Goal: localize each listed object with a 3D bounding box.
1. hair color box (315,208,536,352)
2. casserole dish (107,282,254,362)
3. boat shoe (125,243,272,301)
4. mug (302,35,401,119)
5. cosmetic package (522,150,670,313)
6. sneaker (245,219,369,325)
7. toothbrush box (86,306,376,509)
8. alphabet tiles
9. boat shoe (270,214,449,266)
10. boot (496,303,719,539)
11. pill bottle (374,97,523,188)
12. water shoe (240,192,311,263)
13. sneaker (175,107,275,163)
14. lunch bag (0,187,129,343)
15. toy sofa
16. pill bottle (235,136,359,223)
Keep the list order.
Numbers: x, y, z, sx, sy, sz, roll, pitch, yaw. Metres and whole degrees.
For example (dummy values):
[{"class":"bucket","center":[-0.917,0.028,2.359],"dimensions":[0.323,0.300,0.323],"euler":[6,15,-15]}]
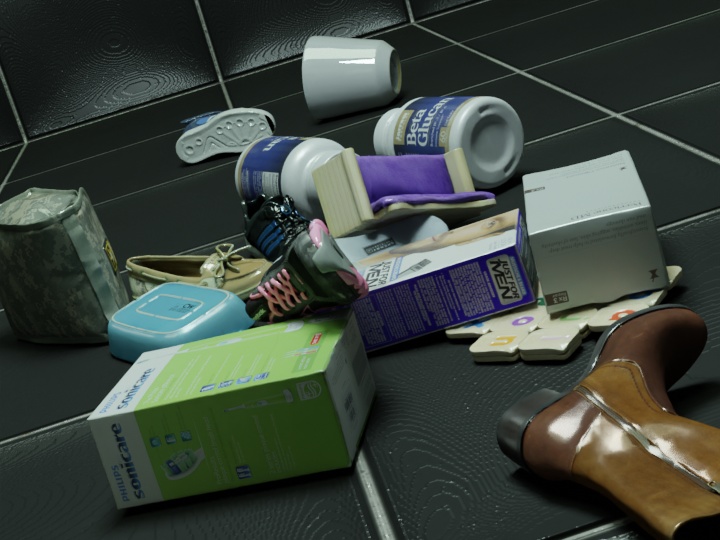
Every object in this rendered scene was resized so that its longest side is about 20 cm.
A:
[{"class":"hair color box","center":[0.064,0.013,1.225],"dimensions":[0.199,0.065,0.109],"euler":[-17,17,14]},{"class":"casserole dish","center":[-0.198,0.054,1.389],"dimensions":[0.121,0.039,0.200],"euler":[-35,26,-30]},{"class":"boat shoe","center":[-0.187,0.007,1.499],"dimensions":[0.199,0.063,0.073],"euler":[-8,19,25]},{"class":"mug","center":[-0.005,-0.358,2.335],"dimensions":[0.152,0.150,0.187],"euler":[-2,28,18]},{"class":"cosmetic package","center":[0.212,-0.039,1.194],"dimensions":[0.112,0.082,0.200],"euler":[-14,16,8]},{"class":"sneaker","center":[-0.054,0.015,1.117],"dimensions":[0.095,0.079,0.200],"euler":[-34,-1,-9]},{"class":"toothbrush box","center":[-0.099,0.110,1.062],"dimensions":[0.199,0.087,0.146],"euler":[-12,16,12]},{"class":"alphabet tiles","center":[0.182,0.032,1.164],"dimensions":[0.195,0.015,0.200],"euler":[-6,20,37]},{"class":"boat shoe","center":[0.000,0.000,1.353],"dimensions":[0.199,0.066,0.070],"euler":[-21,50,-17]},{"class":"boot","center":[0.212,0.095,0.857],"dimensions":[0.188,0.069,0.200],"euler":[-24,20,-23]},{"class":"pill bottle","center":[0.105,-0.165,1.653],"dimensions":[0.111,0.112,0.200],"euler":[-26,19,-29]},{"class":"water shoe","center":[-0.095,-0.048,1.557],"dimensions":[0.071,0.079,0.200],"euler":[-25,19,-25]},{"class":"sneaker","center":[-0.229,-0.261,2.330],"dimensions":[0.199,0.081,0.147],"euler":[-16,21,20]},{"class":"lunch bag","center":[-0.348,-0.005,1.513],"dimensions":[0.117,0.165,0.199],"euler":[-33,24,-34]},{"class":"toy sofa","center":[0.053,-0.091,1.414],"dimensions":[0.097,0.083,0.199],"euler":[-26,-13,41]},{"class":"pill bottle","center":[-0.073,-0.119,1.702],"dimensions":[0.111,0.112,0.200],"euler":[-26,20,-29]}]
